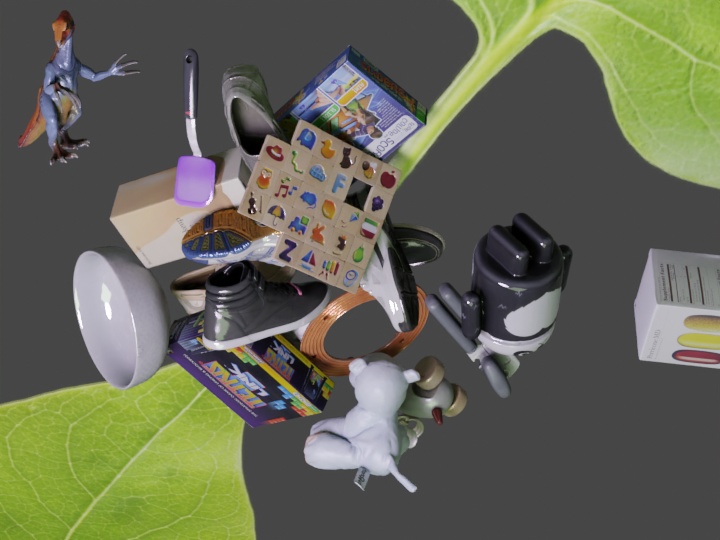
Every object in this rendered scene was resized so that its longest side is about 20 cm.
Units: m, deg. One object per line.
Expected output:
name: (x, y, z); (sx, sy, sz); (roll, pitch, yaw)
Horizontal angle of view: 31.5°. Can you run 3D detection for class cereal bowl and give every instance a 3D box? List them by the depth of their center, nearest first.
cereal bowl: (-0.323, 0.060, 1.787); (0.083, 0.201, 0.201); (-16, 145, -32)

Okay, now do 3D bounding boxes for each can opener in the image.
can opener: (0.166, 0.098, 1.829); (0.052, 0.067, 0.200); (-37, 118, 8)

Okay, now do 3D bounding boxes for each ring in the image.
ring: (0.005, 0.079, 1.811); (0.198, 0.019, 0.202); (-17, 142, -14)

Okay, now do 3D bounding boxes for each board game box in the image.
board game box: (-0.031, -0.176, 1.606); (0.135, 0.035, 0.199); (36, 128, -25)
board game box: (-0.161, 0.135, 1.810); (0.164, 0.057, 0.200); (-20, 125, 45)

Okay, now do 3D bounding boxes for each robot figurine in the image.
robot figurine: (0.209, 0.024, 1.707); (0.148, 0.126, 0.202); (3, 134, 3)

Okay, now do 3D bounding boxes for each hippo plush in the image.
hippo plush: (0.001, 0.199, 1.805); (0.157, 0.200, 0.163); (3, 101, -2)

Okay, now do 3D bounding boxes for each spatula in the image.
spatula: (-0.209, -0.176, 1.595); (0.056, 0.021, 0.202); (10, 116, 18)

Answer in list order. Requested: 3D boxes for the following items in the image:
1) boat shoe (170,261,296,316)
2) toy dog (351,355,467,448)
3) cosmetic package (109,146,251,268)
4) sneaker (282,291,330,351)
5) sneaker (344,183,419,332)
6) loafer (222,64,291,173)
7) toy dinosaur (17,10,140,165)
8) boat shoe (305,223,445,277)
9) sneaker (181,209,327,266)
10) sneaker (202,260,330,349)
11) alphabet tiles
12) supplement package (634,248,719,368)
boat shoe: (-0.178, 0.011, 1.782); (0.198, 0.073, 0.065); (-18, 131, 29)
toy dog: (0.072, 0.218, 1.930); (0.131, 0.097, 0.200); (27, 131, -18)
cosmetic package: (-0.219, -0.083, 1.693); (0.198, 0.072, 0.106); (-17, 130, 21)
sneaker: (-0.118, 0.081, 1.844); (0.081, 0.076, 0.200); (38, 127, -16)
sneaker: (0.000, 0.000, 1.674); (0.114, 0.203, 0.076); (-23, 166, 17)
loafer: (-0.124, -0.157, 1.563); (0.069, 0.070, 0.201); (-10, 133, 15)
toy dinosaur: (-0.378, -0.228, 1.568); (0.197, 0.105, 0.184); (3, 115, 21)
boat shoe: (0.016, -0.017, 1.734); (0.197, 0.063, 0.073); (-1, 134, 8)
sneaker: (-0.128, -0.032, 1.631); (0.197, 0.076, 0.088); (-10, 143, 12)
sneaker: (-0.122, 0.027, 1.683); (0.198, 0.070, 0.100); (-20, 123, -31)
alphabet tiles: (-0.053, -0.082, 1.569); (0.199, 0.169, 0.008); (24, 176, -33)
supplement package: (0.479, 0.056, 1.717); (0.197, 0.110, 0.115); (5, 134, 1)
